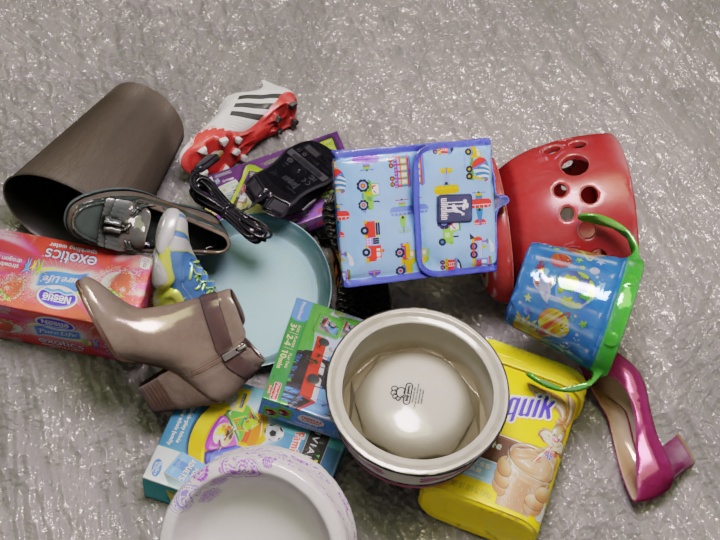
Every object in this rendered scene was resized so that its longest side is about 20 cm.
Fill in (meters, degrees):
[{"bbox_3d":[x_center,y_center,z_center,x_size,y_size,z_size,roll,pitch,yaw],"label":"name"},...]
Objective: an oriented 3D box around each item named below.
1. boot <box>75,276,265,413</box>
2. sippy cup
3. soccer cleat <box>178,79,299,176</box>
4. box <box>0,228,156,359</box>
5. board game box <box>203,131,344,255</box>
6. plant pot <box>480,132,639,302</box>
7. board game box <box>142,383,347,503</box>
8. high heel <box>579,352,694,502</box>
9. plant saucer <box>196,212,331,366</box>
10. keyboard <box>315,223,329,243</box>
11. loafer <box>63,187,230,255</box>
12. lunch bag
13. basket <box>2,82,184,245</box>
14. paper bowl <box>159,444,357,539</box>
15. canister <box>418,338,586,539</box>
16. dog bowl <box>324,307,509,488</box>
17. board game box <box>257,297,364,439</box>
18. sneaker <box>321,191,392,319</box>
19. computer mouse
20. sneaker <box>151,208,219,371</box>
[{"bbox_3d":[-0.202,0.062,1.520,0.145,0.201,0.070,-28,20,6],"label":"boot"},{"bbox_3d":[0.234,0.034,1.540,0.129,0.141,0.179,18,48,8],"label":"sippy cup"},{"bbox_3d":[-0.169,-0.189,1.817,0.199,0.069,0.085,-35,55,-28],"label":"soccer cleat"},{"bbox_3d":[-0.341,0.031,1.621,0.197,0.096,0.101,11,62,3],"label":"box"},{"bbox_3d":[-0.101,-0.096,1.759,0.198,0.032,0.121,-19,54,-6],"label":"board game box"},{"bbox_3d":[0.230,-0.054,1.672,0.180,0.201,0.202,-9,55,-1],"label":"plant pot"},{"bbox_3d":[-0.123,0.209,1.547,0.197,0.047,0.152,17,56,8],"label":"board game box"},{"bbox_3d":[0.293,0.171,1.594,0.095,0.067,0.201,-25,73,-32],"label":"high heel"},{"bbox_3d":[-0.132,0.026,1.668,0.197,0.028,0.203,0,66,1],"label":"plant saucer"},{"bbox_3d":[0.040,-0.051,1.747,0.197,0.040,0.105,-4,45,9],"label":"keyboard"},{"bbox_3d":[-0.243,-0.052,1.605,0.198,0.073,0.063,5,14,-32],"label":"loafer"},{"bbox_3d":[0.070,-0.068,1.571,0.197,0.094,0.153,-5,96,-3],"label":"lunch bag"},{"bbox_3d":[-0.315,-0.129,1.722,0.178,0.137,0.201,20,52,16],"label":"basket"},{"bbox_3d":[-0.101,0.282,1.429,0.198,0.104,0.204,1,97,10],"label":"paper bowl"},{"bbox_3d":[0.160,0.195,1.556,0.147,0.087,0.202,19,57,8],"label":"canister"},{"bbox_3d":[0.059,0.144,1.488,0.197,0.074,0.202,2,57,-3],"label":"dog bowl"},{"bbox_3d":[-0.001,0.126,1.571,0.197,0.037,0.152,18,49,-1],"label":"board game box"},{"bbox_3d":[0.000,0.000,1.666,0.069,0.090,0.203,-9,95,6],"label":"sneaker"},{"bbox_3d":[-0.122,-0.109,1.704,0.140,0.046,0.200,34,48,13],"label":"computer mouse"},{"bbox_3d":[-0.187,0.024,1.578,0.103,0.202,0.076,3,28,-8],"label":"sneaker"}]
